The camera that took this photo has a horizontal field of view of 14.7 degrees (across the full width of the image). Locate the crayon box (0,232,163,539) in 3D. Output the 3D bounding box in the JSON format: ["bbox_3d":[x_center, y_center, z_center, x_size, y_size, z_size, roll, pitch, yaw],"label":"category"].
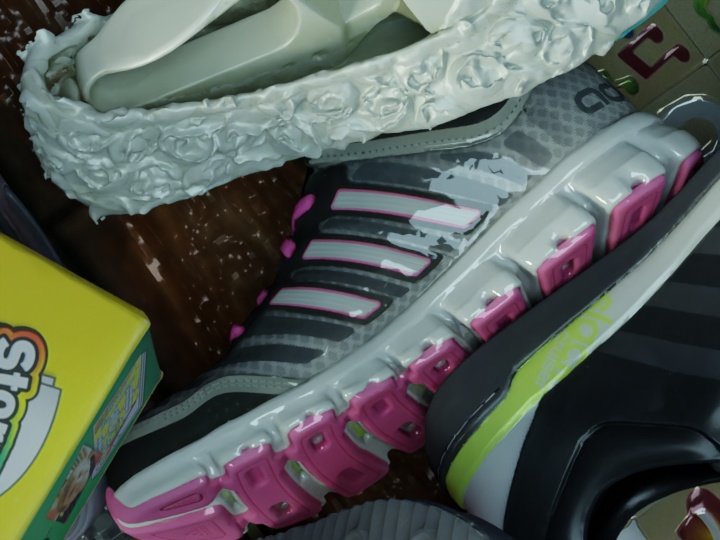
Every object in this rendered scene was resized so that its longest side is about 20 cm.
[{"bbox_3d":[-0.175,0.062,0.730,0.172,0.058,0.201,29,74,6],"label":"crayon box"}]

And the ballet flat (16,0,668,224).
[{"bbox_3d":[-0.006,-0.070,0.769,0.199,0.072,0.072,-22,101,10],"label":"ballet flat"}]

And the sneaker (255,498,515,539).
[{"bbox_3d":[0.017,0.108,0.792,0.082,0.200,0.071,18,76,-24],"label":"sneaker"}]

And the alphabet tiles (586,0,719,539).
[{"bbox_3d":[0.107,-0.004,0.841,0.199,0.006,0.167,-36,76,-2],"label":"alphabet tiles"}]

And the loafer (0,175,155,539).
[{"bbox_3d":[-0.131,-0.012,0.824,0.072,0.063,0.201,-26,101,38],"label":"loafer"}]

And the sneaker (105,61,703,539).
[{"bbox_3d":[0.000,0.000,0.816,0.199,0.074,0.088,-37,68,0],"label":"sneaker"}]

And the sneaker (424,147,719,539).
[{"bbox_3d":[0.110,0.023,0.795,0.200,0.072,0.083,-40,67,8],"label":"sneaker"}]

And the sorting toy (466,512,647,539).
[{"bbox_3d":[0.114,0.110,0.862,0.180,0.107,0.200,39,92,8],"label":"sorting toy"}]
